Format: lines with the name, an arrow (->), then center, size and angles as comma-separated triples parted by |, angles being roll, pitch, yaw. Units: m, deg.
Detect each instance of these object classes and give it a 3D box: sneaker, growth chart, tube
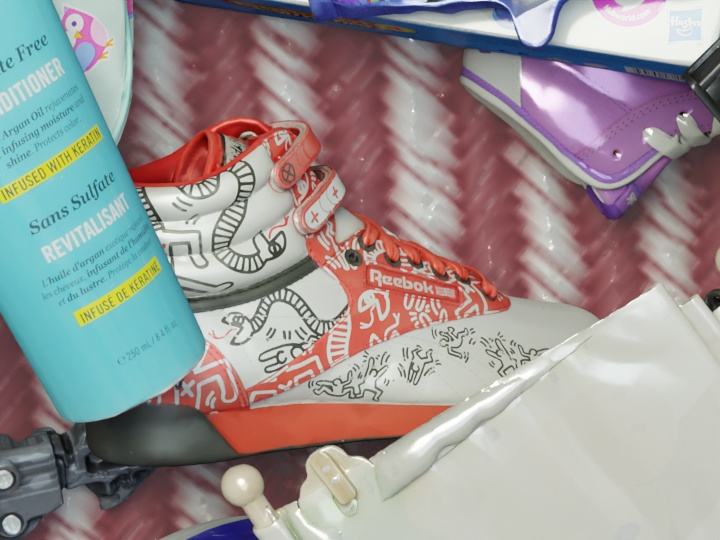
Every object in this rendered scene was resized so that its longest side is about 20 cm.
sneaker -> 0.000, 0.000, 0.851 | 0.201, 0.067, 0.108 | -7, 102, -22
growth chart -> 0.075, 0.082, 0.787 | 0.200, 0.018, 0.145 | -27, 106, 2
tube -> -0.110, -0.051, 0.734 | 0.077, 0.050, 0.200 | -39, 114, -33
sneaker -> 0.133, -0.065, 0.895 | 0.200, 0.073, 0.115 | 17, 90, -2

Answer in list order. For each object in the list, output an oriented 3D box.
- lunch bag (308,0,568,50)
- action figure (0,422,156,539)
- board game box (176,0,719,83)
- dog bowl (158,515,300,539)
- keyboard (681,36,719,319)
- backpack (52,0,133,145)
lunch bag -> 0.047, -0.168, 0.768 | 0.150, 0.094, 0.201 | -6, 96, 6
action figure -> -0.146, 0.116, 0.829 | 0.200, 0.105, 0.194 | -19, 106, -10
board game box -> 0.040, -0.175, 0.835 | 0.199, 0.056, 0.196 | 9, 90, 9
dog bowl -> -0.016, 0.182, 0.834 | 0.200, 0.079, 0.201 | 4, 83, -35
keyboard -> 0.174, 0.003, 0.808 | 0.127, 0.021, 0.200 | -45, 105, -9
backpack -> -0.145, -0.108, 0.801 | 0.166, 0.127, 0.201 | -5, 98, -15
